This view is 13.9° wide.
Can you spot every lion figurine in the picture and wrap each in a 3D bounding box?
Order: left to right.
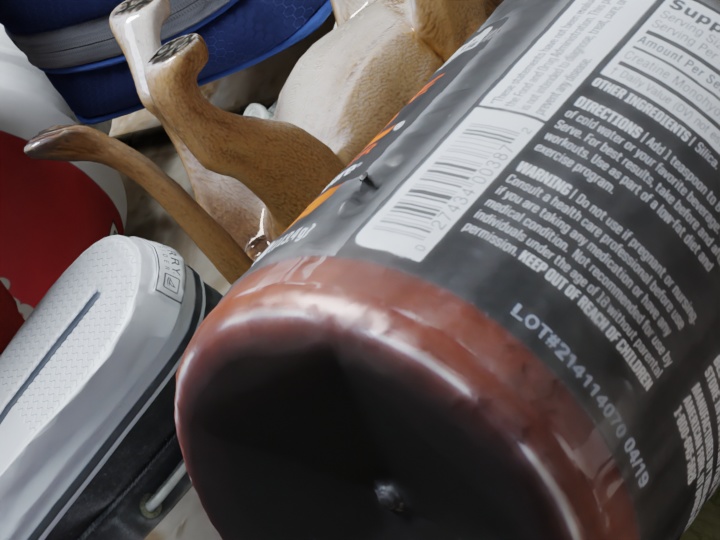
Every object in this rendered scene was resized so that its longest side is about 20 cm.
[{"bbox_3d":[0.000,-0.038,0.788,0.072,0.123,0.200,-2,31,47],"label":"lion figurine"}]

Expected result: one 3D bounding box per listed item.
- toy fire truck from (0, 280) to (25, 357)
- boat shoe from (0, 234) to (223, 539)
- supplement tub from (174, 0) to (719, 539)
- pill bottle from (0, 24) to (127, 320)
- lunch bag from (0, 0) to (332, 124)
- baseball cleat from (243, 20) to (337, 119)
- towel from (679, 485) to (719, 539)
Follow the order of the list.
[{"bbox_3d":[-0.127,-0.025,0.901,0.129,0.200,0.176,-32,38,-1],"label":"toy fire truck"},{"bbox_3d":[-0.098,0.084,0.839,0.200,0.071,0.072,-49,30,12],"label":"boat shoe"},{"bbox_3d":[0.053,-0.006,0.656,0.107,0.107,0.200,-16,24,46],"label":"supplement tub"},{"bbox_3d":[-0.143,0.008,1.009,0.112,0.112,0.200,-20,49,44],"label":"pill bottle"},{"bbox_3d":[-0.052,-0.151,0.983,0.136,0.132,0.200,-12,37,42],"label":"lunch bag"},{"bbox_3d":[0.000,0.000,0.885,0.106,0.070,0.200,-41,27,37],"label":"baseball cleat"},{"bbox_3d":[0.057,0.063,0.690,0.200,0.148,0.037,-122,25,-51],"label":"towel"}]
